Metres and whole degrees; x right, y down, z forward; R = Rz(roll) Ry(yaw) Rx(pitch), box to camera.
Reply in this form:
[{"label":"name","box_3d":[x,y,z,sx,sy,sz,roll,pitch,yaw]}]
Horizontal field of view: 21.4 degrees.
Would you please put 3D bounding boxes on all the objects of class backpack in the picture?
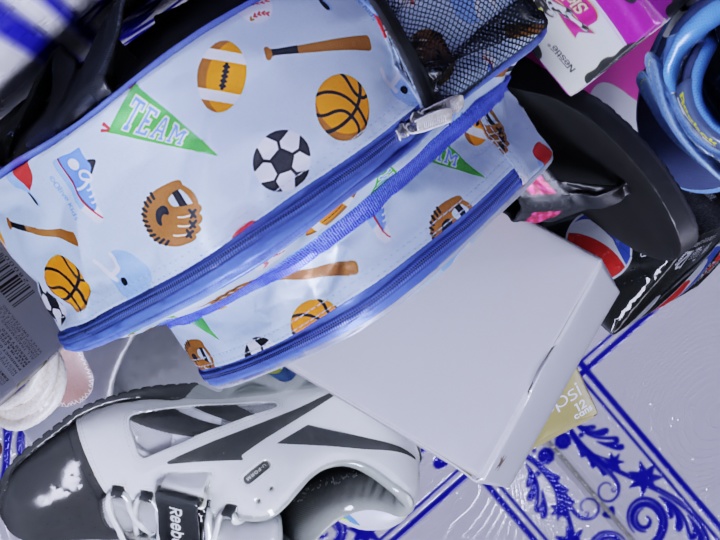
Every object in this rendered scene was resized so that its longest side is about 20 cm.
[{"label":"backpack","box_3d":[-0.041,-0.045,0.685,0.190,0.155,0.200,-31,179,-41]}]

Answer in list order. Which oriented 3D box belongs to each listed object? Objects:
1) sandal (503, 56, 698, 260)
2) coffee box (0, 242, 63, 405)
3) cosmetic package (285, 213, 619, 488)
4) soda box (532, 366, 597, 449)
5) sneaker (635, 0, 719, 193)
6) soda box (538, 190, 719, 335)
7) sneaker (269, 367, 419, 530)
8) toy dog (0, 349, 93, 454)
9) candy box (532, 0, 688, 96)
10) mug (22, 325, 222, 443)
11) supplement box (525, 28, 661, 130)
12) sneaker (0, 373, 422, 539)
[{"label":"sandal","box_3d":[0.050,-0.059,0.768,0.045,0.200,0.075,-44,156,-19]},{"label":"coffee box","box_3d":[-0.196,0.056,0.678,0.113,0.080,0.200,-39,-176,20]},{"label":"cosmetic package","box_3d":[0.000,0.000,0.829,0.108,0.199,0.085,-59,165,-1]},{"label":"soda box","box_3d":[0.055,0.019,0.989,0.064,0.068,0.200,-28,-154,0]},{"label":"sneaker","box_3d":[0.140,-0.071,0.720,0.082,0.074,0.200,-44,174,-20]},{"label":"soda box","box_3d":[0.147,-0.024,0.968,0.063,0.071,0.200,-51,167,19]},{"label":"sneaker","box_3d":[-0.010,0.049,0.936,0.076,0.201,0.105,-43,-157,-28]},{"label":"toy dog","box_3d":[-0.169,0.037,0.867,0.200,0.133,0.096,-30,152,35]},{"label":"candy box","box_3d":[0.103,-0.178,0.765,0.200,0.137,0.061,-44,-176,-41]},{"label":"mug","box_3d":[-0.085,0.049,1.025,0.176,0.147,0.200,-53,153,-4]},{"label":"supplement box","box_3d":[0.039,-0.101,0.887,0.199,0.102,0.103,7,-141,42]},{"label":"sneaker","box_3d":[-0.068,0.100,0.868,0.199,0.089,0.074,-16,140,1]}]
